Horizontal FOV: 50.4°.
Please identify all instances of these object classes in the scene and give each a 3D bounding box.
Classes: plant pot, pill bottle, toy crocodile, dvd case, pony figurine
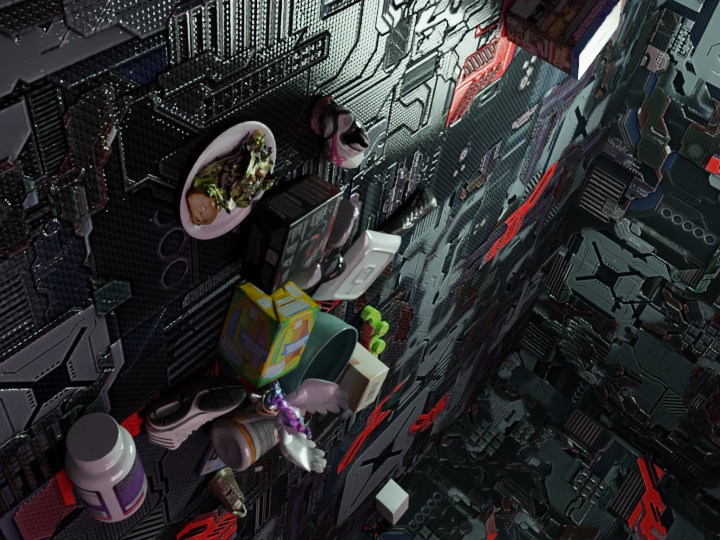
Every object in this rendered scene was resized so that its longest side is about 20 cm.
[{"bbox_3d":[-0.117,0.167,1.621,0.200,0.133,0.202,-45,157,-25],"label":"plant pot"},{"bbox_3d":[-0.213,0.323,1.624,0.198,0.115,0.118,-31,149,-44],"label":"pill bottle"},{"bbox_3d":[0.027,0.171,2.022,0.061,0.067,0.203,-33,148,-31],"label":"toy crocodile"},{"bbox_3d":[-0.282,0.362,1.711,0.203,0.017,0.142,-62,158,14],"label":"dvd case"},{"bbox_3d":[-0.415,0.318,1.245,0.111,0.111,0.203,-40,154,-31],"label":"pill bottle"},{"bbox_3d":[-0.141,0.282,1.470,0.200,0.189,0.170,-37,-148,64],"label":"pony figurine"}]

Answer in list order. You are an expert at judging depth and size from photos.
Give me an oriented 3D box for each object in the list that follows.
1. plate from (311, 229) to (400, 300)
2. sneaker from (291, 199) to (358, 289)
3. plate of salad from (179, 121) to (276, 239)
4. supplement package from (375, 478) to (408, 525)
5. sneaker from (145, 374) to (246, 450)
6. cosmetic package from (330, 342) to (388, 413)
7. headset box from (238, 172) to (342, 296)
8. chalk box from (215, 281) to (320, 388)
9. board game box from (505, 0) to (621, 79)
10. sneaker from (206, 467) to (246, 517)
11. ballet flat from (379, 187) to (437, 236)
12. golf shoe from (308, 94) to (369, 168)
[{"bbox_3d":[0.000,0.000,1.720,0.201,0.032,0.198,-50,160,16],"label":"plate"},{"bbox_3d":[-0.058,-0.051,1.523,0.202,0.075,0.113,-55,159,14],"label":"sneaker"},{"bbox_3d":[-0.192,-0.130,1.162,0.200,0.048,0.202,-44,155,-26],"label":"plate of salad"},{"bbox_3d":[0.143,1.040,3.434,0.109,0.113,0.202,-43,156,-22],"label":"supplement package"},{"bbox_3d":[-0.314,0.268,1.438,0.197,0.076,0.116,-14,148,-34],"label":"sneaker"},{"bbox_3d":[-0.045,0.215,1.755,0.086,0.198,0.105,-19,139,-52],"label":"cosmetic package"},{"bbox_3d":[-0.115,-0.070,1.345,0.200,0.074,0.151,-40,156,-52],"label":"headset box"},{"bbox_3d":[-0.182,0.128,1.445,0.123,0.123,0.204,-23,142,-51],"label":"chalk box"},{"bbox_3d":[0.443,-0.550,1.681,0.160,0.199,0.097,-50,158,-7],"label":"board game box"},{"bbox_3d":[-0.307,0.527,1.818,0.070,0.075,0.202,-45,157,-21],"label":"sneaker"},{"bbox_3d":[0.101,-0.122,1.802,0.199,0.057,0.067,-38,176,-25],"label":"ballet flat"},{"bbox_3d":[-0.024,-0.220,1.327,0.073,0.091,0.200,-54,160,-4],"label":"golf shoe"}]
